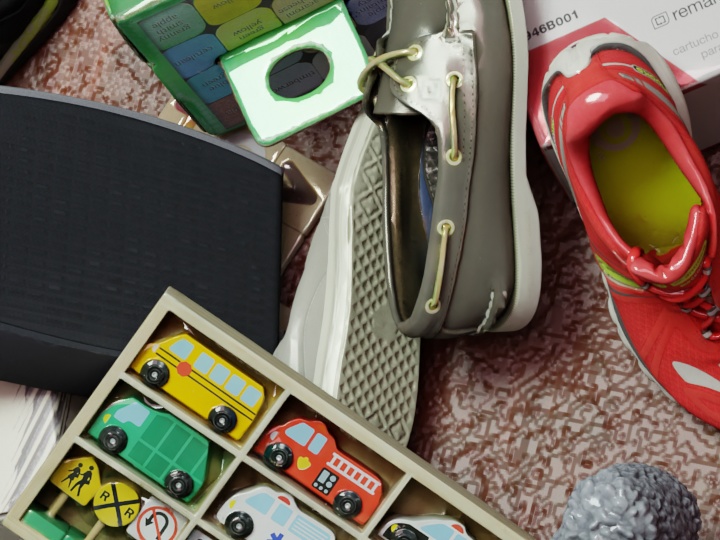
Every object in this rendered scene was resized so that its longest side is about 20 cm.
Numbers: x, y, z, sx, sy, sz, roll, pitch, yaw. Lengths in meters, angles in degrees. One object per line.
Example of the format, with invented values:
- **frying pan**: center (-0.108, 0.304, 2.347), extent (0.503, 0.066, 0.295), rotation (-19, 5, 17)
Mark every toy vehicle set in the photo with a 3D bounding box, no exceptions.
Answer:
- **toy vehicle set**: center (-0.038, 0.114, 1.162), extent (0.200, 0.027, 0.124), rotation (34, 95, -5)

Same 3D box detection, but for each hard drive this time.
- **hard drive**: center (-0.122, -0.014, 1.196), extent (0.042, 0.200, 0.135), rotation (-24, 59, 54)

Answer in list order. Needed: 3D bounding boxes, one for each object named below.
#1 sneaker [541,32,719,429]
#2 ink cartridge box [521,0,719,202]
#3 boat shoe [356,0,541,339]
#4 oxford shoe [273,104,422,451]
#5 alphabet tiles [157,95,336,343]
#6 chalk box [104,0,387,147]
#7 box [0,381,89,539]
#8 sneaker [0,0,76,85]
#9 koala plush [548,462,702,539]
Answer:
- **sneaker**: center (0.131, -0.003, 1.136), extent (0.077, 0.085, 0.200), rotation (-28, 108, 11)
- **ink cartridge box**: center (0.121, -0.155, 1.225), extent (0.144, 0.084, 0.200), rotation (-23, 68, 8)
- **boat shoe**: center (0.034, -0.070, 1.176), extent (0.060, 0.072, 0.202), rotation (-8, 94, -28)
- **oxford shoe**: center (0.000, 0.000, 1.226), extent (0.058, 0.075, 0.200), rotation (-7, 67, 49)
- **alphabet tiles**: center (-0.102, 0.016, 1.278), extent (0.167, 0.008, 0.200), rotation (31, 84, 22)
- **chalk box**: center (-0.054, -0.154, 1.241), extent (0.124, 0.124, 0.200), rotation (-26, 61, 7)
- **box**: center (-0.163, 0.027, 1.246), extent (0.068, 0.082, 0.200), rotation (-12, 72, 12)
- **sneaker**: center (-0.214, -0.107, 1.307), extent (0.072, 0.083, 0.200), rotation (29, 83, 22)
- **koala plush**: center (0.095, 0.193, 1.047), extent (0.184, 0.200, 0.177), rotation (-41, 84, 5)
